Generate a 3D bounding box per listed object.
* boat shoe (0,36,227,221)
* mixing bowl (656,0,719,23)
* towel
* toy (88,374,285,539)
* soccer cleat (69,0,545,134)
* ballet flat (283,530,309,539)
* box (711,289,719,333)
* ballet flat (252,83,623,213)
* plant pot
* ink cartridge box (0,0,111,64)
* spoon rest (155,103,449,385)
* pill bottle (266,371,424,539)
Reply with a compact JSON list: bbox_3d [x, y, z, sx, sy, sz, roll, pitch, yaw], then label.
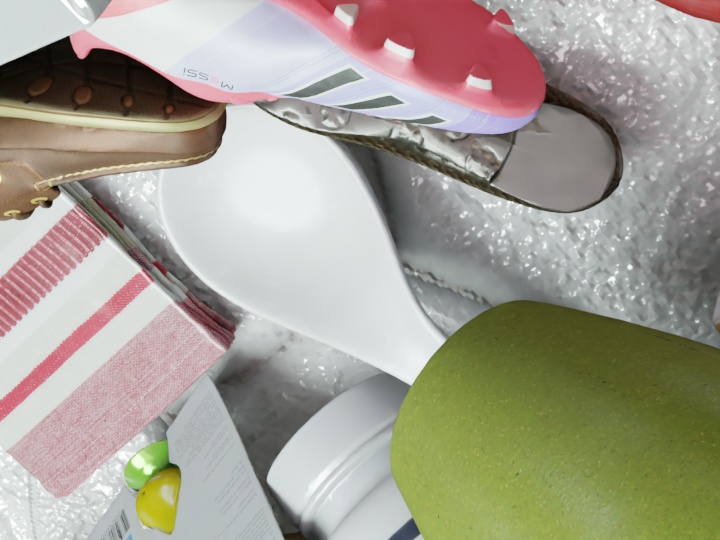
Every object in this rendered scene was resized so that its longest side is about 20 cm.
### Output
[{"bbox_3d":[-0.147,-0.059,0.971,0.200,0.072,0.068,2,120,19],"label":"boat shoe"},{"bbox_3d":[0.146,-0.167,0.822,0.200,0.108,0.201,7,119,13],"label":"mixing bowl"},{"bbox_3d":[-0.171,0.003,1.061,0.200,0.023,0.144,45,123,-8],"label":"towel"},{"bbox_3d":[-0.054,0.157,1.009,0.047,0.200,0.115,14,124,-40],"label":"toy"},{"bbox_3d":[-0.024,-0.091,0.906,0.200,0.067,0.077,19,135,2],"label":"soccer cleat"},{"bbox_3d":[0.031,0.152,1.069,0.200,0.069,0.063,20,94,3],"label":"ballet flat"},{"bbox_3d":[0.257,0.032,0.904,0.200,0.098,0.124,43,121,-9],"label":"box"},{"bbox_3d":[0.018,-0.079,0.948,0.200,0.046,0.068,24,102,6],"label":"ballet flat"},{"bbox_3d":[0.112,0.100,0.849,0.200,0.187,0.187,38,129,35],"label":"plant pot"},{"bbox_3d":[-0.115,-0.148,0.743,0.144,0.200,0.084,-17,121,38],"label":"ink cartridge box"},{"bbox_3d":[0.000,0.000,0.985,0.200,0.061,0.099,33,122,-4],"label":"spoon rest"},{"bbox_3d":[0.050,0.143,0.979,0.200,0.111,0.111,49,125,21],"label":"pill bottle"}]
